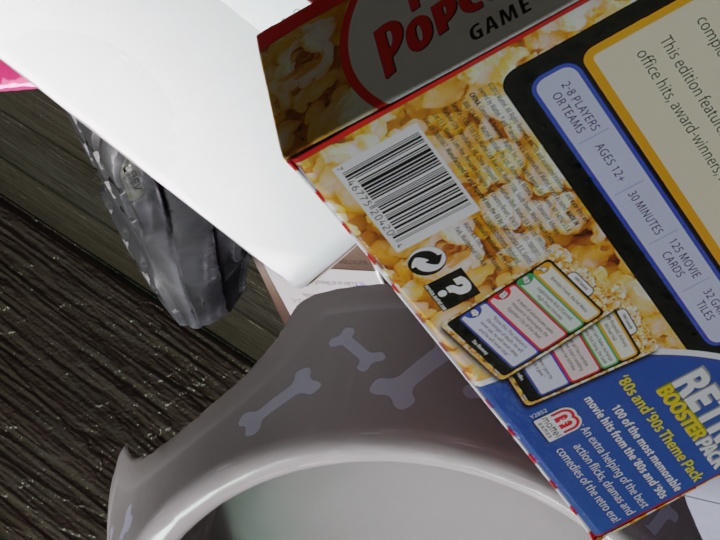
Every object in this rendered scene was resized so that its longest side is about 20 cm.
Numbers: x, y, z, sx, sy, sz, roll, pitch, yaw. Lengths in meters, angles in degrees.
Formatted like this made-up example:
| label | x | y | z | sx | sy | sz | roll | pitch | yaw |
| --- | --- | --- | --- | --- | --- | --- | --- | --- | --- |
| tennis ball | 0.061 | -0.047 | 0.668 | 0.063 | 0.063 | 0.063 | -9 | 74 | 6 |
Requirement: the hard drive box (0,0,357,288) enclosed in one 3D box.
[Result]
| label | x | y | z | sx | sy | sz | roll | pitch | yaw |
| --- | --- | --- | --- | --- | --- | --- | --- | --- | --- |
| hard drive box | -0.028 | -0.120 | 0.731 | 0.156 | 0.201 | 0.077 | 37 | 131 | -17 |

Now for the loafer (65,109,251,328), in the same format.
| label | x | y | z | sx | sy | sz | roll | pitch | yaw |
| --- | --- | --- | --- | --- | --- | --- | --- | --- | --- |
| loafer | -0.057 | -0.034 | 1.031 | 0.068 | 0.070 | 0.201 | 58 | 172 | 19 |

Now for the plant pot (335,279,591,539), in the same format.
| label | x | y | z | sx | sy | sz | roll | pitch | yaw |
| --- | --- | --- | --- | --- | --- | --- | --- | --- | --- |
| plant pot | 0.109 | 0.026 | 0.885 | 0.175 | 0.201 | 0.200 | 18 | -146 | 10 |

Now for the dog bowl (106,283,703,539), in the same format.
| label | x | y | z | sx | sy | sz | roll | pitch | yaw |
| --- | --- | --- | --- | --- | --- | --- | --- | --- | --- |
| dog bowl | 0.018 | 0.103 | 0.813 | 0.200 | 0.200 | 0.059 | 37 | -149 | -11 |

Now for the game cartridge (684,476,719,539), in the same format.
| label | x | y | z | sx | sy | sz | roll | pitch | yaw |
| --- | --- | --- | --- | --- | --- | --- | --- | --- | --- |
| game cartridge | 0.183 | 0.021 | 0.714 | 0.133 | 0.199 | 0.041 | -2 | 110 | 66 |

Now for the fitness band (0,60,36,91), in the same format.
| label | x | y | z | sx | sy | sz | roll | pitch | yaw |
| --- | --- | --- | --- | --- | --- | --- | --- | --- | --- |
| fitness band | -0.081 | -0.099 | 0.952 | 0.198 | 0.038 | 0.144 | -3 | -159 | 11 |

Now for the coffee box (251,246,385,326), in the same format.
| label | x | y | z | sx | sy | sz | roll | pitch | yaw |
| --- | --- | --- | --- | --- | --- | --- | --- | --- | --- |
| coffee box | 0.019 | -0.027 | 1.125 | 0.080 | 0.113 | 0.201 | 9 | 132 | 46 |

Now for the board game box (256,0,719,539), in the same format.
| label | x | y | z | sx | sy | sz | roll | pitch | yaw |
| --- | --- | --- | --- | --- | --- | --- | --- | --- | --- |
| board game box | 0.101 | -0.039 | 0.634 | 0.152 | 0.199 | 0.046 | 51 | -163 | -40 |
